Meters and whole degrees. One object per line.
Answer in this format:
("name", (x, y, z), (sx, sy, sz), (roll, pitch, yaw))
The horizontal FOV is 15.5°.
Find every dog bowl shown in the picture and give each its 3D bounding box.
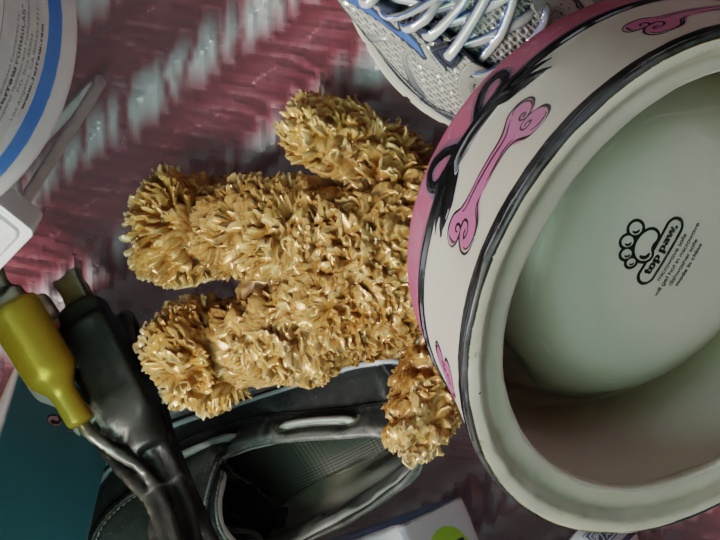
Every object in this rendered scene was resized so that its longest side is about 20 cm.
("dog bowl", (0.104, -0.010, 0.944), (0.199, 0.074, 0.201), (-17, 125, -25))

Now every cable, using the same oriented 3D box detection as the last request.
("cable", (-0.093, 0.081, 1.057), (0.050, 0.097, 0.201), (-29, 71, 9))

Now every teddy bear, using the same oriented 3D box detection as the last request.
("teddy bear", (0.000, 0.000, 1.018), (0.199, 0.067, 0.146), (10, 90, 15))

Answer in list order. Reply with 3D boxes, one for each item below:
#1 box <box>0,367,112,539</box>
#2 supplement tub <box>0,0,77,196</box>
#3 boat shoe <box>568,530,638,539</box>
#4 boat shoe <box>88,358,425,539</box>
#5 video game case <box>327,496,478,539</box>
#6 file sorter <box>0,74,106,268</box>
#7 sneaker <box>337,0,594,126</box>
("box", (-0.147, 0.129, 1.075), (0.049, 0.200, 0.082), (23, 127, -12))
("supplement tub", (-0.181, -0.084, 0.790), (0.131, 0.200, 0.133), (-2, 83, 20))
("boat shoe", (0.082, 0.197, 1.138), (0.086, 0.075, 0.202), (41, 120, 12))
("boat shoe", (-0.051, 0.088, 1.105), (0.200, 0.071, 0.072), (-32, 112, 30))
("video game case", (-0.003, 0.208, 1.119), (0.200, 0.045, 0.182), (-23, 87, 44))
("file sorter", (-0.220, -0.070, 1.007), (0.200, 0.125, 0.139), (39, 125, -13))
("sneaker", (0.020, -0.107, 0.931), (0.200, 0.085, 0.077), (42, 97, -16))
